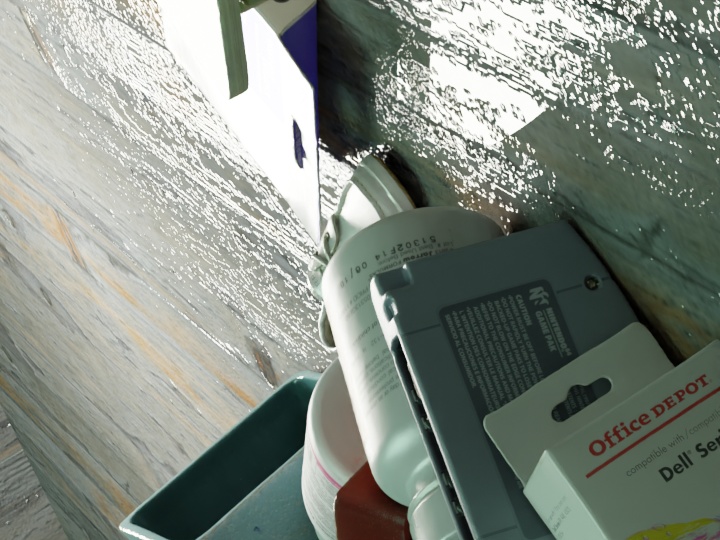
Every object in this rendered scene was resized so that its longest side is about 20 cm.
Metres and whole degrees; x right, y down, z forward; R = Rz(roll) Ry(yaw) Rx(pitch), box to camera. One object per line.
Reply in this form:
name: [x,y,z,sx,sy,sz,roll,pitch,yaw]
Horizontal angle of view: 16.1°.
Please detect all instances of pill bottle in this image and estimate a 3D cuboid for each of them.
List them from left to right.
pill bottle: [0.018,0.133,1.727,0.113,0.113,0.200,53,164,17]
pill bottle: [0.054,0.074,1.436,0.114,0.114,0.200,84,171,-57]

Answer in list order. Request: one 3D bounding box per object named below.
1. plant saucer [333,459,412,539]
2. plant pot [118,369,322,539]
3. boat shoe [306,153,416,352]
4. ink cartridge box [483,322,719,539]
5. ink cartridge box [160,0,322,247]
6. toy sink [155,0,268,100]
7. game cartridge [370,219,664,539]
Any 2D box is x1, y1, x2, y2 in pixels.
plant saucer: [0.045,0.189,1.533,0.037,0.200,0.200,2,110,23]
plant pot: [-0.031,0.217,1.938,0.200,0.196,0.196,54,165,-13]
boat shoe: [0.000,0.000,1.646,0.071,0.069,0.200,53,162,26]
ink cartridge box: [0.165,0.119,1.288,0.200,0.117,0.067,54,162,14]
ink cartridge box: [-0.067,-0.139,1.639,0.200,0.043,0.198,53,163,24]
toy sink: [-0.076,-0.219,1.405,0.200,0.112,0.130,55,164,30]
game cartridge: [0.099,0.076,1.353,0.040,0.133,0.200,102,150,-67]
